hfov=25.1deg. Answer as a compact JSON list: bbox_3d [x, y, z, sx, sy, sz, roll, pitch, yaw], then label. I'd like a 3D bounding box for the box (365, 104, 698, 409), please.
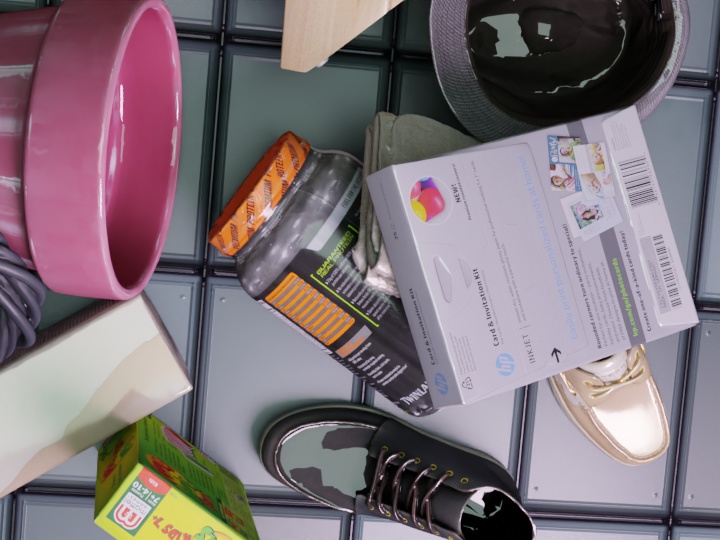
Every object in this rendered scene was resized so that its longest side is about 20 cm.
[{"bbox_3d":[0.115,-0.012,1.053,0.199,0.041,0.157,-17,89,-31],"label":"box"}]

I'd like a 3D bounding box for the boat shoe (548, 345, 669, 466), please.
[{"bbox_3d":[0.171,0.062,1.188,0.074,0.069,0.201,-33,99,-4],"label":"boat shoe"}]

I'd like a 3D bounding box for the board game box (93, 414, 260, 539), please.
[{"bbox_3d":[-0.124,0.154,1.086,0.101,0.200,0.048,38,89,-10],"label":"board game box"}]

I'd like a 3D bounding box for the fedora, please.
[{"bbox_3d":[0.130,-0.170,1.148,0.199,0.090,0.178,-16,100,-13],"label":"fedora"}]

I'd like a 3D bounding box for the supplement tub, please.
[{"bbox_3d":[0.000,0.000,1.130,0.200,0.123,0.123,38,89,-11],"label":"supplement tub"}]

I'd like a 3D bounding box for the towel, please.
[{"bbox_3d":[0.087,-0.023,1.098,0.199,0.034,0.133,20,58,-23],"label":"towel"}]

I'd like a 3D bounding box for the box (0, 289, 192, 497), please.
[{"bbox_3d":[-0.222,0.091,1.120,0.199,0.095,0.078,-29,100,-3],"label":"box"}]

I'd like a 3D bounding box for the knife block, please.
[{"bbox_3d":[-0.016,-0.252,1.040,0.200,0.064,0.176,-34,105,22],"label":"knife block"}]

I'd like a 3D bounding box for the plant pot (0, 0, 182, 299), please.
[{"bbox_3d":[-0.225,-0.087,1.062,0.178,0.200,0.201,5,95,7],"label":"plant pot"}]

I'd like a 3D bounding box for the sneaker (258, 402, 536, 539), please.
[{"bbox_3d":[0.028,0.148,1.157,0.199,0.106,0.075,13,94,-10],"label":"sneaker"}]

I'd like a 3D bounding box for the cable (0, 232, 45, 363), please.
[{"bbox_3d":[-0.299,0.023,1.008,0.199,0.051,0.163,-27,135,12],"label":"cable"}]
